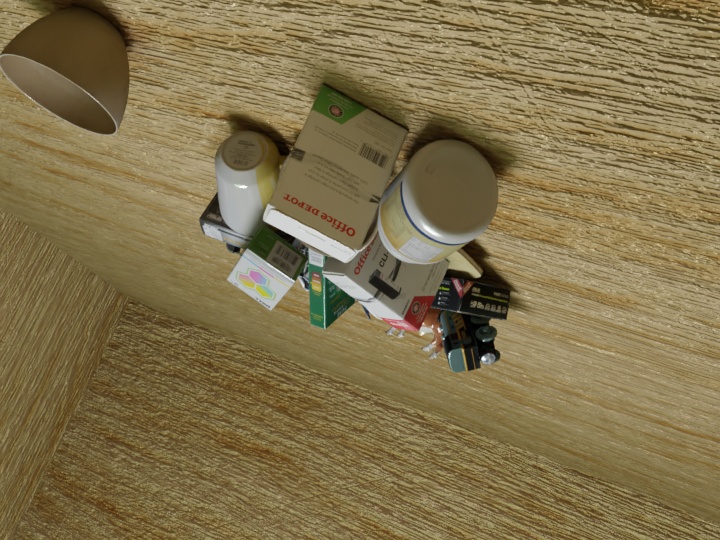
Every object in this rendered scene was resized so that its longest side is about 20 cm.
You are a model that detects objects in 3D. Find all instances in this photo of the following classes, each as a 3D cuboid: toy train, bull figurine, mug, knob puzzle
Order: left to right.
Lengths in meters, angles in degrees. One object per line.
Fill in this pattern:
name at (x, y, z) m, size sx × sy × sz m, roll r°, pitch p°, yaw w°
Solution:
mug at (-0.178, -0.175, 1.359) m, size 0.151 × 0.184 × 0.154 m, roll 53°, pitch 166°, yaw 25°
bull figurine at (0.126, 0.106, 1.720) m, size 0.197 × 0.124 × 0.065 m, roll 28°, pitch -171°, yaw 22°
knob puzzle at (0.141, -0.042, 1.428) m, size 0.216 × 0.031 × 0.220 m, roll 27°, pitch 165°, yaw 8°
toy train at (0.222, 0.129, 1.587) m, size 0.111 × 0.202 × 0.087 m, roll -12°, pitch 122°, yaw 3°

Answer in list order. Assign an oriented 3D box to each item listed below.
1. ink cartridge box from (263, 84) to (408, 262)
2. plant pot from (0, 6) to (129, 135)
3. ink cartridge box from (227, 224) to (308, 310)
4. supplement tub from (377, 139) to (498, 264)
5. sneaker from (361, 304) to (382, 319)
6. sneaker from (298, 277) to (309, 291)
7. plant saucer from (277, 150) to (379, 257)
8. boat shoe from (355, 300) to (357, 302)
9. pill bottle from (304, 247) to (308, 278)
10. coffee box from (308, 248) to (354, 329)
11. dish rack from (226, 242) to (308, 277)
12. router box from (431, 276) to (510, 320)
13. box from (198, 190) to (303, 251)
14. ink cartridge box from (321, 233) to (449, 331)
ink cartridge box at (-0.037, -0.136, 1.097) m, size 0.143 × 0.204 × 0.084 m, roll 26°, pitch 163°, yaw -8°
plant pot at (-0.443, -0.328, 1.201) m, size 0.196 × 0.137 × 0.201 m, roll 22°, pitch 164°, yaw 6°
ink cartridge box at (-0.180, 0.008, 1.405) m, size 0.103 × 0.060 × 0.200 m, roll 35°, pitch 147°, yaw -8°
supplement tub at (0.106, -0.092, 1.130) m, size 0.142 × 0.147 × 0.200 m, roll 25°, pitch 164°, yaw -7°
sneaker at (0.000, 0.000, 1.496) m, size 0.202 × 0.080 × 0.147 m, roll 57°, pitch 180°, yaw -13°
sneaker at (-0.062, 0.015, 1.761) m, size 0.197 × 0.111 × 0.070 m, roll 28°, pitch 164°, yaw -13°
plant saucer at (-0.048, -0.121, 1.274) m, size 0.195 × 0.029 × 0.205 m, roll 10°, pitch 115°, yaw 22°
boat shoe at (0.017, 0.031, 1.701) m, size 0.195 × 0.074 × 0.072 m, roll -6°, pitch 178°, yaw 23°
pill bottle at (-0.085, -0.035, 1.632) m, size 0.196 × 0.119 × 0.117 m, roll 22°, pitch 164°, yaw 5°
coffee box at (-0.056, -0.001, 1.504) m, size 0.043 × 0.123 × 0.205 m, roll 14°, pitch 122°, yaw 25°
dish rack at (-0.172, -0.081, 1.552) m, size 0.195 × 0.157 × 0.055 m, roll 19°, pitch -165°, yaw 4°
router box at (0.178, 0.049, 1.524) m, size 0.147 × 0.064 × 0.197 m, roll 13°, pitch 177°, yaw -41°
box at (-0.184, -0.111, 1.452) m, size 0.195 × 0.160 × 0.049 m, roll 19°, pitch 148°, yaw 15°
ink cartridge box at (0.047, -0.005, 1.377) m, size 0.198 × 0.147 × 0.083 m, roll 36°, pitch 163°, yaw -29°
